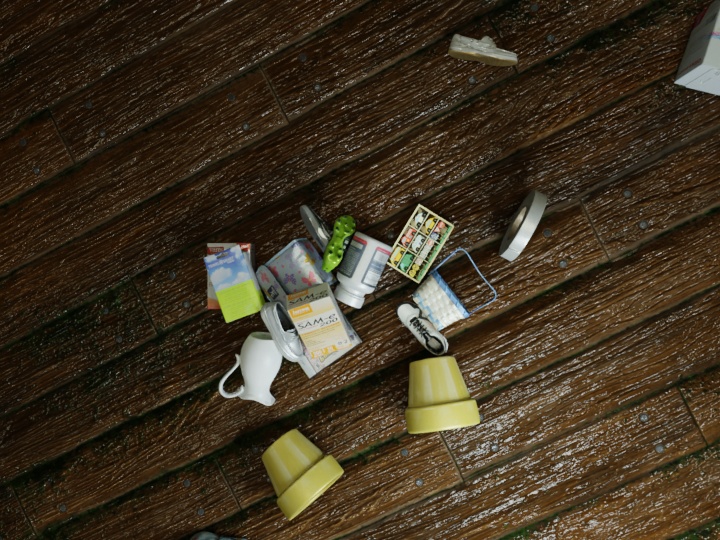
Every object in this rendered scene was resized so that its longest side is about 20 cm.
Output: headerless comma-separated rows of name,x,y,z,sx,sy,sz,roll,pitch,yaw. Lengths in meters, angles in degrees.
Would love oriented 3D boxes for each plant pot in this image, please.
plant pot,0.216,0.346,1.428,0.200,0.201,0.190,-11,74,5
plant pot,-0.183,0.576,1.474,0.201,0.201,0.189,-44,73,5

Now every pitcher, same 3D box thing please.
pitcher,-0.323,0.287,1.502,0.171,0.121,0.201,7,99,-17

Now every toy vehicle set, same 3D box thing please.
toy vehicle set,0.173,-0.078,1.502,0.124,0.027,0.200,31,94,4

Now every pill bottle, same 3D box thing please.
pill bottle,0.000,0.000,1.474,0.119,0.120,0.201,25,93,4

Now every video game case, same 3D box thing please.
video game case,-0.125,0.197,1.536,0.200,0.026,0.181,-36,88,5

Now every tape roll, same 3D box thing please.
tape roll,0.442,-0.122,1.390,0.037,0.203,0.203,26,93,4

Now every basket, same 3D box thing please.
basket,0.257,0.058,1.440,0.200,0.139,0.177,-35,89,13

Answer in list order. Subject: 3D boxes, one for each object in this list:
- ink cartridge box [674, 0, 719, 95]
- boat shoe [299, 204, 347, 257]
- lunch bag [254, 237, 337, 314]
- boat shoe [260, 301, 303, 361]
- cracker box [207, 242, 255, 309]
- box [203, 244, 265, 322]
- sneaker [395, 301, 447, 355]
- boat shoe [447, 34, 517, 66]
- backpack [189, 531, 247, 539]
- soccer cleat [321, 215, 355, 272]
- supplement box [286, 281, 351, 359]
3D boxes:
ink cartridge box,0.974,-0.599,1.359,0.144,0.145,0.201,19,94,4
boat shoe,-0.110,-0.114,1.514,0.057,0.069,0.200,-32,88,-22
lunch bag,-0.201,0.028,1.491,0.200,0.127,0.170,-35,87,19
boat shoe,-0.213,0.176,1.473,0.068,0.072,0.201,-16,103,37
cracker box,-0.391,0.016,1.540,0.133,0.058,0.201,0,91,5
box,-0.366,0.038,1.485,0.122,0.048,0.201,-20,91,4
sneaker,0.182,0.167,1.481,0.200,0.080,0.074,45,96,4
boat shoe,0.355,-0.636,1.451,0.199,0.071,0.070,15,94,6
backpack,-0.451,0.891,1.521,0.199,0.153,0.176,14,98,11
soccer cleat,-0.067,-0.081,1.454,0.067,0.200,0.081,30,138,-10
supplement box,-0.115,0.144,1.434,0.126,0.074,0.200,-19,125,3
